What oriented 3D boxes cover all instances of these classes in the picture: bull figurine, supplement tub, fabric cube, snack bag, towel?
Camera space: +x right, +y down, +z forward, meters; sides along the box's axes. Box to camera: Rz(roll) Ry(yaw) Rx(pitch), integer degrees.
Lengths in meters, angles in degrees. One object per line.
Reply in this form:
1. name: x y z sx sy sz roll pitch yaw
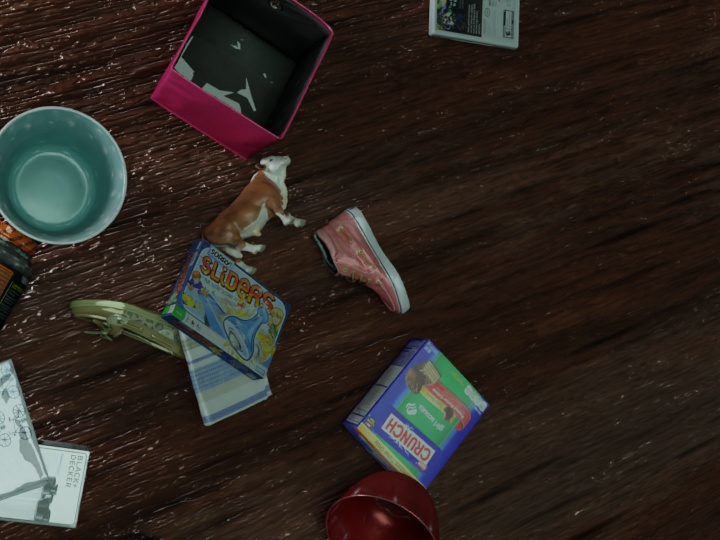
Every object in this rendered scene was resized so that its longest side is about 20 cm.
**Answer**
1. bull figurine: -0.166 -0.093 1.589 0.121 0.065 0.200 40 80 19
2. supplement tub: -0.556 0.028 1.406 0.121 0.122 0.203 31 76 -16
3. fabric cube: -0.187 -0.320 1.532 0.194 0.199 0.203 30 77 -16
4. snack bag: -0.563 0.246 1.381 0.196 0.021 0.193 -17 93 -21
5. towel: -0.220 0.131 1.555 0.146 0.024 0.204 -21 97 -47

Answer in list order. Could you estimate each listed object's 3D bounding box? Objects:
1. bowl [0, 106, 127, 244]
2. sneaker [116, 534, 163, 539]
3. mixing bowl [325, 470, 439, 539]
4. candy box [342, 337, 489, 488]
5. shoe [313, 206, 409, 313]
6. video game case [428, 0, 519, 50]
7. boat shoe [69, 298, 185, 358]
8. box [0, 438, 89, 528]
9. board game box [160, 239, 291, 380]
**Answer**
1. bowl: -0.456 -0.130 1.459 0.197 0.105 0.206 5 79 -24
2. sneaker: -0.370 0.452 1.492 0.196 0.072 0.074 5 119 -27
3. mixing bowl: 0.050 0.405 1.605 0.200 0.199 0.109 46 38 -12
4. candy box: 0.096 0.247 1.674 0.169 0.077 0.201 46 74 -13
5. shoe: 0.000 0.000 1.658 0.090 0.071 0.203 -31 93 -18
6. video game case: 0.211 -0.518 1.794 0.178 0.023 0.205 4 86 -22
7. boat shoe: -0.353 0.087 1.509 0.196 0.073 0.064 14 79 -21
8. box: -0.508 0.306 1.442 0.196 0.060 0.119 13 82 -20
9. board game box: -0.207 0.064 1.540 0.199 0.034 0.137 39 56 -33
